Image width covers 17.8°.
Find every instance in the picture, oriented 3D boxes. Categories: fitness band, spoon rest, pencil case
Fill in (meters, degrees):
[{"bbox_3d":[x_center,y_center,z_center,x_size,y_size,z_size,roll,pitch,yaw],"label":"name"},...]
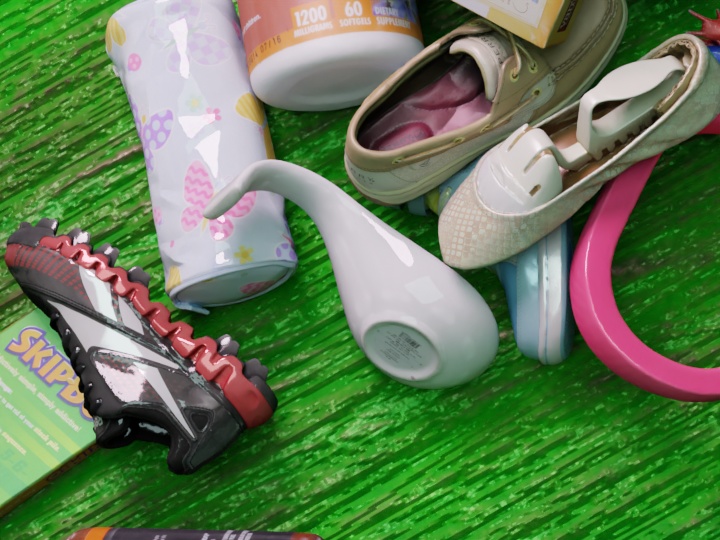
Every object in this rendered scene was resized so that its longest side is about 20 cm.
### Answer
[{"bbox_3d":[0.207,-0.014,1.381,0.143,0.037,0.201,30,66,-2],"label":"fitness band"},{"bbox_3d":[0.000,0.000,1.392,0.200,0.099,0.061,39,47,-15],"label":"spoon rest"},{"bbox_3d":[-0.102,-0.077,1.449,0.090,0.083,0.201,-18,76,10],"label":"pencil case"}]

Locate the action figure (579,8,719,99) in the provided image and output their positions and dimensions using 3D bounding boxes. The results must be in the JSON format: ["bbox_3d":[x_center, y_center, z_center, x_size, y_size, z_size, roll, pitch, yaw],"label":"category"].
[{"bbox_3d":[0.222,-0.130,1.422,0.199,0.065,0.052,-8,81,8],"label":"action figure"}]

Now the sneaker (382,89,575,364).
[{"bbox_3d":[0.065,-0.033,1.420,0.130,0.080,0.201,-7,71,8],"label":"sneaker"}]

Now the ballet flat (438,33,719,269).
[{"bbox_3d":[0.123,-0.076,1.349,0.200,0.062,0.068,-34,56,-4],"label":"ballet flat"}]

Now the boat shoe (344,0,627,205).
[{"bbox_3d":[0.075,-0.114,1.367,0.200,0.066,0.074,-39,71,-5],"label":"boat shoe"}]

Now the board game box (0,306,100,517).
[{"bbox_3d":[-0.230,0.099,1.459,0.200,0.030,0.096,-35,76,2],"label":"board game box"}]

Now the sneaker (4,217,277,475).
[{"bbox_3d":[-0.151,0.051,1.410,0.200,0.071,0.098,38,75,10],"label":"sneaker"}]

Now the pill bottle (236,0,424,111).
[{"bbox_3d":[-0.029,-0.211,1.451,0.112,0.112,0.201,-12,77,6],"label":"pill bottle"}]

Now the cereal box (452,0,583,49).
[{"bbox_3d":[0.055,-0.236,1.327,0.199,0.039,0.144,31,115,18],"label":"cereal box"}]

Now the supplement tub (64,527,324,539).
[{"bbox_3d":[-0.118,0.207,1.379,0.199,0.107,0.108,1,78,9],"label":"supplement tub"}]
